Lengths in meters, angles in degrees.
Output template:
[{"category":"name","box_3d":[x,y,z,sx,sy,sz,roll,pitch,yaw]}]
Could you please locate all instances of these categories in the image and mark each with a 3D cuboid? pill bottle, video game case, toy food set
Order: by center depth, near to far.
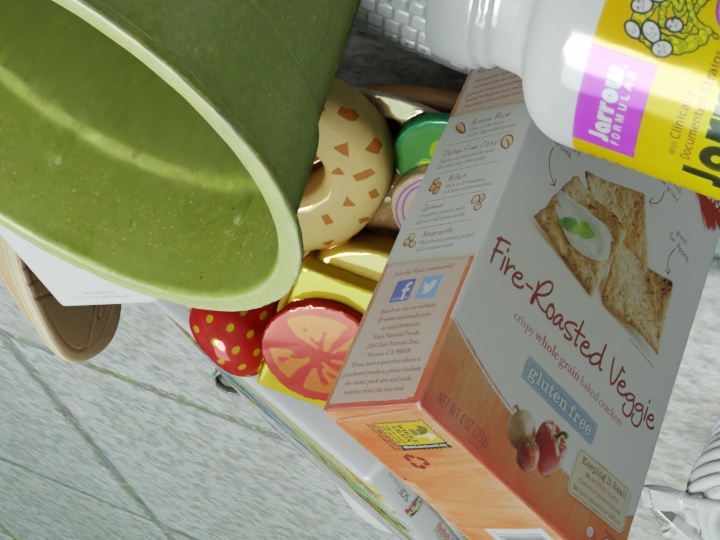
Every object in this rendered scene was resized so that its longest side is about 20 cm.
[{"category":"pill bottle","box_3d":[0.126,-0.079,0.495,0.198,0.105,0.105,21,155,15]},{"category":"toy food set","box_3d":[-0.002,-0.002,0.690,0.196,0.049,0.201,20,127,-3]},{"category":"video game case","box_3d":[-0.024,0.101,0.864,0.200,0.023,0.182,36,168,36]}]

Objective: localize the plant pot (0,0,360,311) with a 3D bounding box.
[{"category":"plant pot","box_3d":[-0.069,-0.120,0.515,0.198,0.191,0.201,23,155,11]}]

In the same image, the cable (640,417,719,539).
[{"category":"cable","box_3d":[0.286,0.147,0.815,0.199,0.070,0.200,35,154,-18]}]

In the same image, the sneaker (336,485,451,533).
[{"category":"sneaker","box_3d":[0.033,0.145,1.074,0.115,0.074,0.200,1,143,51]}]

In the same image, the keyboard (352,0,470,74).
[{"category":"keyboard","box_3d":[-0.037,-0.145,0.652,0.198,0.011,0.056,23,156,10]}]

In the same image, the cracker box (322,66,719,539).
[{"category":"cracker box","box_3d":[0.079,0.009,0.598,0.057,0.201,0.134,-10,137,45]}]

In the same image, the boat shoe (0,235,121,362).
[{"category":"boat shoe","box_3d":[-0.198,-0.042,0.822,0.064,0.071,0.202,-8,105,43]}]

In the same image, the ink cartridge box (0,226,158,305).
[{"category":"ink cartridge box","box_3d":[-0.153,-0.087,0.705,0.067,0.116,0.201,-2,142,25]}]

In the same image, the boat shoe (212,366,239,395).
[{"category":"boat shoe","box_3d":[-0.041,0.057,0.987,0.070,0.064,0.199,37,154,-20]}]

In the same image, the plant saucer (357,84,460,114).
[{"category":"plant saucer","box_3d":[0.026,-0.010,0.732,0.198,0.038,0.202,6,127,8]}]
